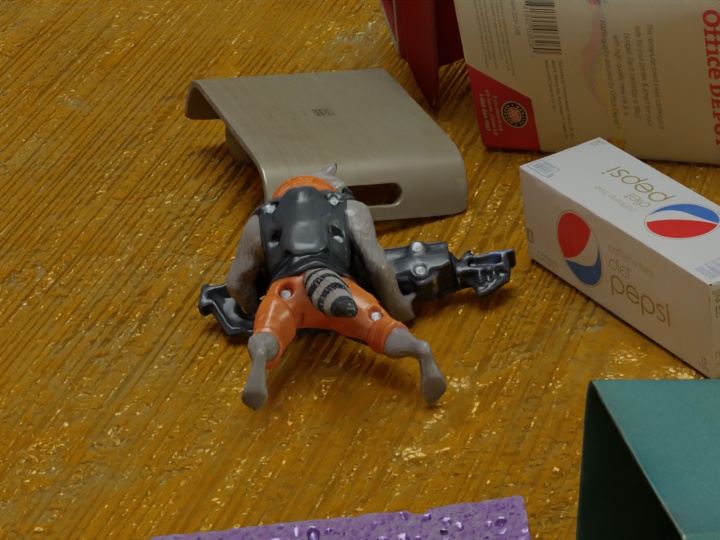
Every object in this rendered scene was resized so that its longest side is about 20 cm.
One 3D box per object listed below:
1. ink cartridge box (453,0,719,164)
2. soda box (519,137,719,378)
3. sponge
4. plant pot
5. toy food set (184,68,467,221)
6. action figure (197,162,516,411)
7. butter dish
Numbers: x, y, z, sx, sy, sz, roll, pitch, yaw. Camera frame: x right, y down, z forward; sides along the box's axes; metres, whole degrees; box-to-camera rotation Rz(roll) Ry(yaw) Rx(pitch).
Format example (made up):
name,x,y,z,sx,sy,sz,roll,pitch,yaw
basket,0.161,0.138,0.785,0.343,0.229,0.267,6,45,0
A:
name,x,y,z,sx,sy,sz,roll,pitch,yaw
ink cartridge box,0.175,-0.155,1.611,0.200,0.148,0.086,5,42,20
soda box,0.177,-0.011,1.438,0.064,0.068,0.200,-20,31,-22
sponge,-0.010,0.166,1.201,0.200,0.030,0.112,-6,28,1
plant pot,0.216,0.136,1.097,0.200,0.141,0.141,-4,28,-10
toy food set,-0.027,-0.082,1.642,0.143,0.060,0.200,-5,28,-20
action figure,0.000,0.000,1.431,0.200,0.105,0.193,-12,38,-4
butter dish,0.081,-0.253,1.726,0.148,0.200,0.199,-13,45,-5
